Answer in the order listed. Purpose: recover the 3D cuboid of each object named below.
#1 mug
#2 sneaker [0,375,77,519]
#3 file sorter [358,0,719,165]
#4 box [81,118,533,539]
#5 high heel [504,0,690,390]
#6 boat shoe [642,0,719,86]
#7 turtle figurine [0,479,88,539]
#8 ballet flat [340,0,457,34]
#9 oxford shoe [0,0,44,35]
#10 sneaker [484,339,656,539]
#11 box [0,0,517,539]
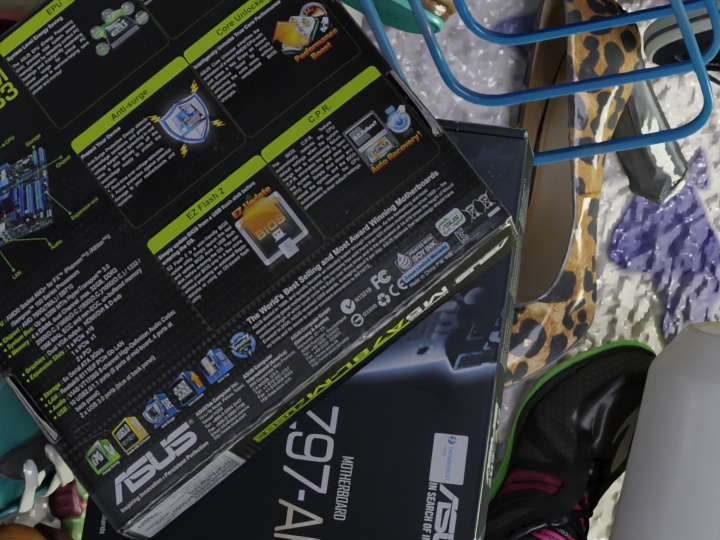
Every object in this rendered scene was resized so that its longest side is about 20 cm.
[{"bbox_3d":[0.186,0.104,1.280,0.149,0.186,0.154,0,97,-27],"label":"mug"},{"bbox_3d":[-0.115,0.055,1.099,0.200,0.080,0.071,-49,169,-36],"label":"sneaker"},{"bbox_3d":[0.088,-0.154,1.107,0.138,0.200,0.123,-9,129,22],"label":"file sorter"},{"bbox_3d":[-0.020,0.035,1.050,0.160,0.044,0.201,8,81,9],"label":"box"},{"bbox_3d":[0.073,-0.038,1.231,0.200,0.071,0.143,-49,131,-23],"label":"high heel"},{"bbox_3d":[0.189,-0.102,1.145,0.074,0.200,0.062,-24,98,-23],"label":"boat shoe"},{"bbox_3d":[-0.140,0.108,1.143,0.193,0.200,0.145,16,67,-27],"label":"turtle figurine"},{"bbox_3d":[-0.031,-0.168,1.144,0.199,0.068,0.073,18,80,-32],"label":"ballet flat"},{"bbox_3d":[-0.154,-0.105,1.098,0.200,0.075,0.071,7,128,-50],"label":"oxford shoe"},{"bbox_3d":[0.097,0.126,1.301,0.077,0.084,0.200,39,86,-34],"label":"sneaker"},{"bbox_3d":[-0.072,-0.028,1.022,0.200,0.193,0.048,-39,166,0],"label":"box"}]
